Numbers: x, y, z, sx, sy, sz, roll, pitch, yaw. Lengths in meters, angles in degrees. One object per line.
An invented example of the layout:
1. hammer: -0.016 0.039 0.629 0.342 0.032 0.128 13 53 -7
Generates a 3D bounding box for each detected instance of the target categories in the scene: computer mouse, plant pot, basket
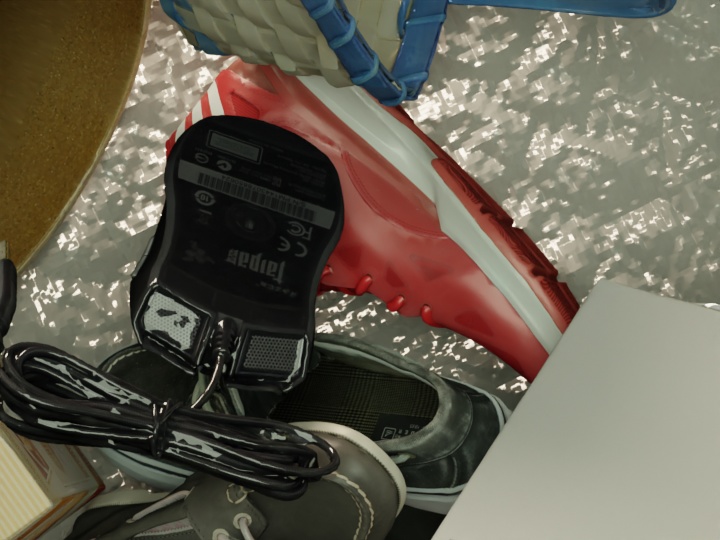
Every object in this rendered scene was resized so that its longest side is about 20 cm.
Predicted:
1. computer mouse: -0.078 0.010 1.111 0.140 0.200 0.046 15 130 -11
2. plant pot: -0.215 -0.101 1.173 0.200 0.186 0.187 31 88 16
3. basket: 0.011 -0.147 1.118 0.199 0.176 0.140 9 68 20

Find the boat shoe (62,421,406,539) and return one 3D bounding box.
1. boat shoe: -0.057 0.110 1.146 0.067 0.200 0.057 46 53 -18

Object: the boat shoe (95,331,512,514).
1. boat shoe: -0.033 0.047 1.167 0.199 0.071 0.072 2 63 31

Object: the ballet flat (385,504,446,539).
1. ballet flat: 0.069 0.103 1.203 0.199 0.068 0.069 -4 96 1

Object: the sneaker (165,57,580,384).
1. sneaker: 0.000 0.000 1.213 0.115 0.078 0.200 -43 75 7

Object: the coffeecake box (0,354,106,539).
1. coffeecake box: -0.186 0.102 1.138 0.153 0.200 0.073 -36 88 -1

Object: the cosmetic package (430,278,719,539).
1. cosmetic package: 0.098 0.103 1.090 0.113 0.081 0.200 17 46 25
